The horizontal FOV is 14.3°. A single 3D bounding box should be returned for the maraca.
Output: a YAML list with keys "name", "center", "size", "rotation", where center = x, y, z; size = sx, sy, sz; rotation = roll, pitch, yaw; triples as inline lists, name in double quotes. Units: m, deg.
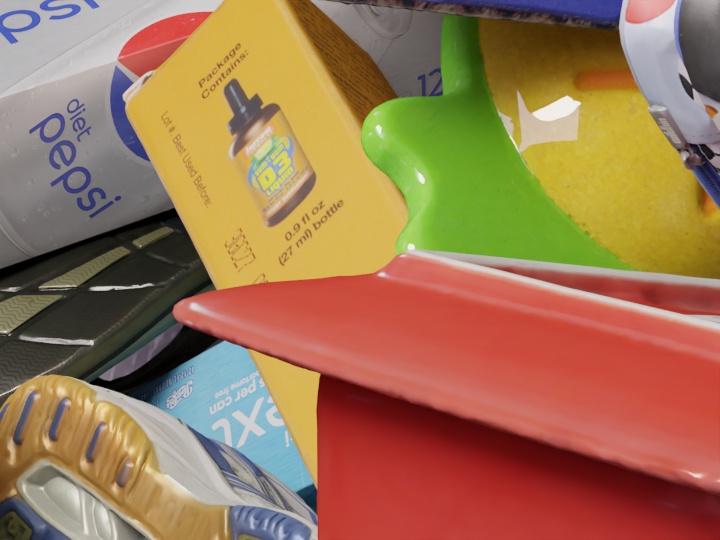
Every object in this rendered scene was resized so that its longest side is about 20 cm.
- name: "maraca"
  center: [0.074, -0.034, 0.784]
  size: [0.107, 0.137, 0.200]
  rotation: [-50, -2, 43]

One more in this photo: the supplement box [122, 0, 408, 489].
- name: "supplement box"
  center: [0.000, 0.000, 0.827]
  size: [0.067, 0.069, 0.200]
  rotation: [-43, 47, 14]

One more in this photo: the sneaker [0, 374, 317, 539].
- name: "sneaker"
  center: [-0.021, 0.094, 0.798]
  size: [0.200, 0.088, 0.076]
  rotation: [42, 106, 37]

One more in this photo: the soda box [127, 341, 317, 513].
- name: "soda box"
  center: [-0.001, 0.050, 0.894]
  size: [0.199, 0.064, 0.068]
  rotation: [-29, 50, 29]

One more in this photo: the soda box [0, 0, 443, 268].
- name: "soda box"
  center: [-0.067, -0.064, 0.937]
  size: [0.199, 0.064, 0.068]
  rotation: [-20, 39, -22]

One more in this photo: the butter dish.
- name: "butter dish"
  center: [0.080, 0.081, 0.572]
  size: [0.199, 0.199, 0.149]
  rotation: [13, 97, 49]

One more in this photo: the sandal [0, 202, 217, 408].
- name: "sandal"
  center: [-0.072, 0.009, 0.941]
  size: [0.200, 0.058, 0.080]
  rotation: [-29, 42, -32]

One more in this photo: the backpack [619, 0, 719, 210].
- name: "backpack"
  center: [0.169, -0.047, 0.695]
  size: [0.200, 0.191, 0.154]
  rotation: [-47, 32, -15]

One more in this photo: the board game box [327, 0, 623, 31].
- name: "board game box"
  center: [0.029, -0.183, 0.747]
  size: [0.200, 0.096, 0.160]
  rotation: [-109, 29, -51]
